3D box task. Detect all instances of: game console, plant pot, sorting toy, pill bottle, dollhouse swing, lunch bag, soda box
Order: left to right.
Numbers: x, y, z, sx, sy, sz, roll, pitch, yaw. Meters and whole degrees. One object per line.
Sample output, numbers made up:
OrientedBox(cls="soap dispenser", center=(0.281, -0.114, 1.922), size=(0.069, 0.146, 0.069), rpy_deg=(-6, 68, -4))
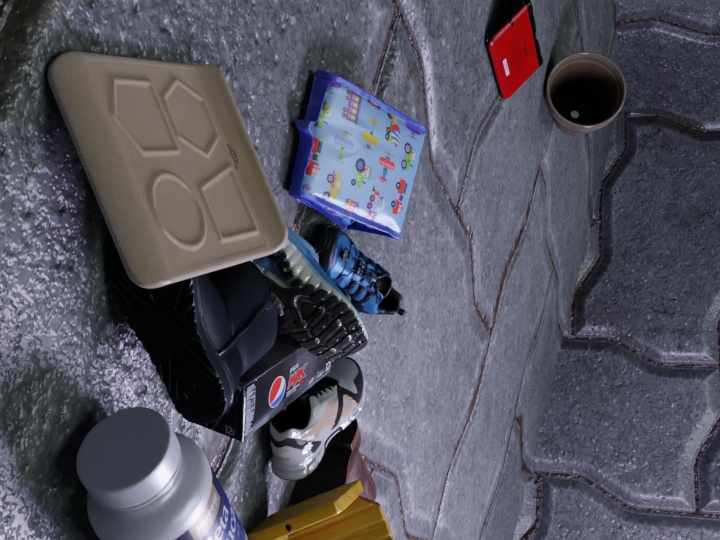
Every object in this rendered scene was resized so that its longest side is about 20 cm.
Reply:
OrientedBox(cls="pill bottle", center=(-0.175, 0.215, 0.751), size=(0.202, 0.109, 0.112), rpy_deg=(76, 33, -43))
OrientedBox(cls="sorting toy", center=(-0.154, -0.086, 0.705), size=(0.199, 0.036, 0.188), rpy_deg=(-22, 89, -61))
OrientedBox(cls="soda box", center=(-0.103, 0.109, 0.928), size=(0.199, 0.070, 0.064), rpy_deg=(-30, 131, -61))
OrientedBox(cls="dollhouse swing", center=(-0.041, 0.385, 0.979), size=(0.176, 0.179, 0.203), rpy_deg=(-7, 75, -85))
OrientedBox(cls="lunch bag", center=(-0.014, -0.141, 1.041), size=(0.199, 0.093, 0.153), rpy_deg=(23, 80, -57))
OrientedBox(cls="game console", center=(0.296, -0.482, 1.710), size=(0.172, 0.119, 0.200), rpy_deg=(-45, 150, -3))
OrientedBox(cls="plant pot", center=(0.566, -0.433, 2.185), size=(0.174, 0.196, 0.204), rpy_deg=(75, 29, -77))

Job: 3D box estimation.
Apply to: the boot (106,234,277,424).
OrientedBox(cls="boot", center=(-0.148, 0.020, 0.792), size=(0.168, 0.075, 0.203), rpy_deg=(-64, 137, -67))

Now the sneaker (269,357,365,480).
OrientedBox(cls="sneaker", center=(-0.051, 0.171, 1.076), size=(0.201, 0.073, 0.081), rpy_deg=(-54, 143, -48))

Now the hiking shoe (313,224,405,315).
OrientedBox(cls="hiking shoe", center=(0.000, 0.000, 1.110), size=(0.200, 0.085, 0.076), rpy_deg=(51, 53, -60))

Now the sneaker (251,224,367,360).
OrientedBox(cls="sneaker", center=(-0.056, 0.009, 0.921), size=(0.201, 0.078, 0.090), rpy_deg=(52, 26, -19))

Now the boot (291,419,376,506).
OrientedBox(cls="boot", center=(-0.031, 0.333, 1.211), size=(0.202, 0.063, 0.188), rpy_deg=(81, 31, -46))
